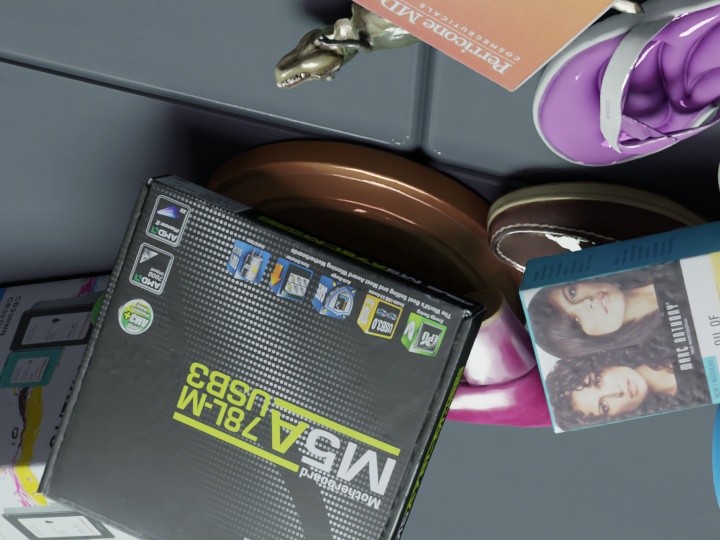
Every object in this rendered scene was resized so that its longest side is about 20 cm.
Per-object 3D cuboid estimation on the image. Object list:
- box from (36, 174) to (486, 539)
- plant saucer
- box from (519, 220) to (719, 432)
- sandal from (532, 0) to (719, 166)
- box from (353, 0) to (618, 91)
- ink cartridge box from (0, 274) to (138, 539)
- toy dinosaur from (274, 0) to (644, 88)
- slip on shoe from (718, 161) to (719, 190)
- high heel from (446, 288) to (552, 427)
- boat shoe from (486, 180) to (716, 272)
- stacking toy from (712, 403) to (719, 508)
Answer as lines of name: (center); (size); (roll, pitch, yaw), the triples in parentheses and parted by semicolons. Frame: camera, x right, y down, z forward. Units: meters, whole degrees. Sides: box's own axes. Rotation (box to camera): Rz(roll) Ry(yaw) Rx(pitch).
box: (-0.056, 0.072, 1.364); (0.200, 0.194, 0.048); (23, -170, 10)
plant saucer: (0.000, 0.000, 1.420); (0.200, 0.032, 0.201); (12, 146, 8)
box: (0.187, 0.020, 1.260); (0.199, 0.049, 0.083); (-12, 106, 12)
sandal: (0.148, -0.090, 1.195); (0.082, 0.050, 0.203); (31, 145, -20)
box: (0.064, -0.191, 1.033); (0.152, 0.107, 0.200); (28, 146, -15)
ink cartridge box: (-0.160, 0.103, 1.545); (0.200, 0.147, 0.146); (-7, 139, 33)
toy dinosaur: (0.029, -0.133, 1.195); (0.200, 0.048, 0.088); (-8, 154, 34)
slip on shoe: (0.261, -0.071, 1.166); (0.061, 0.074, 0.200); (0, 160, -46)
high heel: (0.021, 0.070, 1.426); (0.200, 0.067, 0.096); (-18, 124, 25)
boat shoe: (0.160, 0.010, 1.318); (0.199, 0.072, 0.072); (16, 148, 3)
stacking toy: (0.305, 0.110, 1.391); (0.200, 0.116, 0.110); (18, 151, -26)
